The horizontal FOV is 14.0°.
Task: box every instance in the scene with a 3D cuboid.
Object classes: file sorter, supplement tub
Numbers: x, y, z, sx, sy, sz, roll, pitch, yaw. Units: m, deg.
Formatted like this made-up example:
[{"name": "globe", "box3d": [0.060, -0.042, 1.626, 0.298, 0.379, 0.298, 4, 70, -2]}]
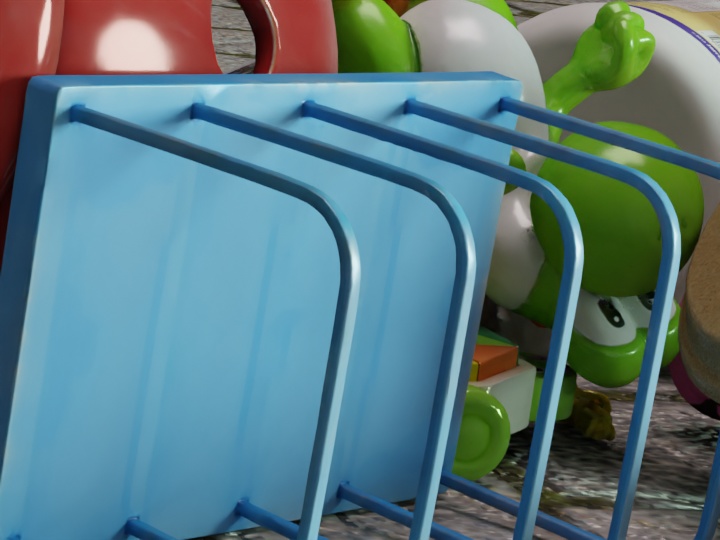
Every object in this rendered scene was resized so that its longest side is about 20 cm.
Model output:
[{"name": "file sorter", "box3d": [0.008, 0.024, 0.839, 0.123, 0.139, 0.200, 20, 16, 39]}, {"name": "supplement tub", "box3d": [0.138, -0.045, 1.274, 0.145, 0.145, 0.200, 13, 11, 29]}]

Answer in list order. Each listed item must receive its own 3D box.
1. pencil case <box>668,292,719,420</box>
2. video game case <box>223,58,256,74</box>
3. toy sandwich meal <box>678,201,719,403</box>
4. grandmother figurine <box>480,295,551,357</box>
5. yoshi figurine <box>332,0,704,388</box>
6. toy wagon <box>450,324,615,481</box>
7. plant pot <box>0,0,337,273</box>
[{"name": "pencil case", "box3d": [0.208, 0.040, 1.044, 0.094, 0.091, 0.200, 40, -11, -39]}, {"name": "video game case", "box3d": [-0.096, -0.027, 1.096, 0.182, 0.023, 0.200, -22, 14, -2]}, {"name": "toy sandwich meal", "box3d": [0.199, -0.009, 0.960, 0.070, 0.205, 0.205, 51, -7, -22]}, {"name": "grandmother figurine", "box3d": [0.000, 0.000, 1.148, 0.200, 0.061, 0.121, 9, 0, 21]}, {"name": "yoshi figurine", "box3d": [0.058, -0.056, 1.046, 0.200, 0.112, 0.112, 54, 4, 15]}, {"name": "toy wagon", "box3d": [-0.002, 0.035, 1.035, 0.200, 0.040, 0.155, 3, 12, -23]}, {"name": "plant pot", "box3d": [-0.134, -0.065, 0.896, 0.200, 0.201, 0.182, 13, 4, 28]}]
